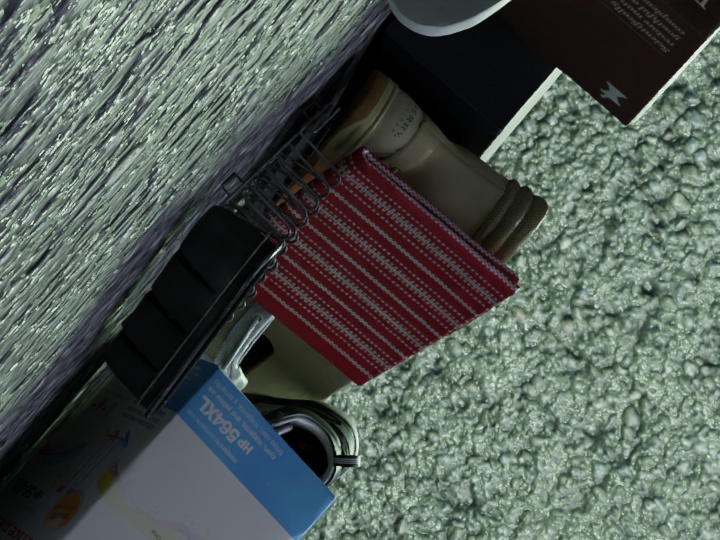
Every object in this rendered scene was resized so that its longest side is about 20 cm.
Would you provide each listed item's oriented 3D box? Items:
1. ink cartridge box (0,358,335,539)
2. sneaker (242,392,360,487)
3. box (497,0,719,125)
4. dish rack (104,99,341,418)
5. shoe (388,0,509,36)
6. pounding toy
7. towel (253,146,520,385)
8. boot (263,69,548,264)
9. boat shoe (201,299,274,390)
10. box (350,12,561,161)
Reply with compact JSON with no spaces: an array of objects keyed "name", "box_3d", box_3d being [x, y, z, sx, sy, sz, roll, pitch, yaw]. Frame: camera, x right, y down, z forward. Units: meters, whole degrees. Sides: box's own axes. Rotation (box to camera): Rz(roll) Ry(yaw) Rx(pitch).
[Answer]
[{"name":"ink cartridge box","box_3d":[-0.143,0.164,1.403,0.200,0.125,0.128,-47,-156,-15]},{"name":"sneaker","box_3d":[-0.095,0.124,1.621,0.114,0.198,0.076,-157,-109,-83]},{"name":"box","box_3d":[0.185,-0.234,1.371,0.200,0.166,0.164,-50,179,-18]},{"name":"dish rack","box_3d":[-0.072,-0.015,1.351,0.154,0.054,0.200,-50,179,37]},{"name":"shoe","box_3d":[0.084,-0.198,1.181,0.201,0.071,0.091,-53,175,-9]},{"name":"pounding toy","box_3d":[-0.033,0.000,1.739,0.200,0.142,0.184,-36,-172,49]},{"name":"towel","box_3d":[0.000,0.000,1.472,0.200,0.144,0.023,-33,-157,51]},{"name":"boot","box_3d":[0.028,-0.041,1.488,0.073,0.155,0.200,-61,-171,-30]},{"name":"boat shoe","box_3d":[-0.086,0.049,1.568,0.203,0.064,0.074,-63,-178,-18]},{"name":"box","box_3d":[0.091,-0.162,1.530,0.200,0.104,0.182,-49,179,-23]}]
